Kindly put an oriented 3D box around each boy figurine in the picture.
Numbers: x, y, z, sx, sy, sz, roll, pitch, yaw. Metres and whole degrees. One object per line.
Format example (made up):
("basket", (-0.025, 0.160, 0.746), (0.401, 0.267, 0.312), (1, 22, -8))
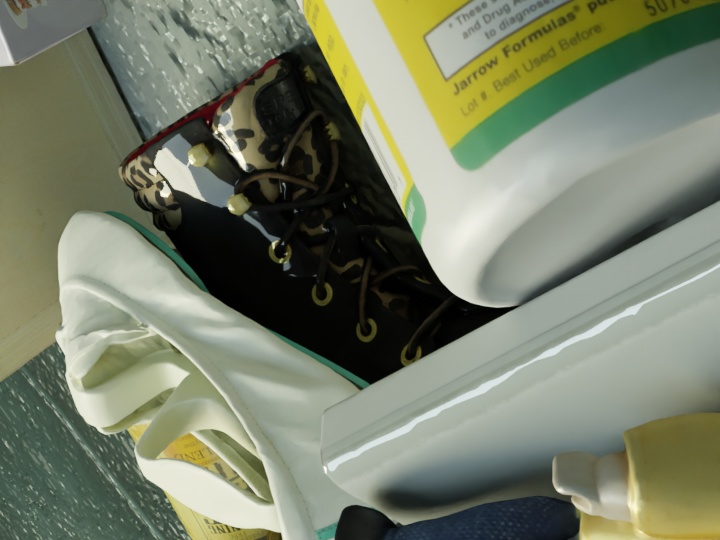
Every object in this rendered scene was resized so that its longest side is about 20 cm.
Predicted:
("boy figurine", (0.097, 0.084, 0.720), (0.199, 0.065, 0.125), (-9, 137, 18))

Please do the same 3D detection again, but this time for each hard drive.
("hard drive", (0.106, 0.034, 0.727), (0.200, 0.026, 0.132), (-30, 133, 34))

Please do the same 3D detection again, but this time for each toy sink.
("toy sink", (-0.193, -0.008, 1.056), (0.130, 0.200, 0.112), (3, 124, 53))

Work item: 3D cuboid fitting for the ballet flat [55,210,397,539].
("ballet flat", (-0.060, 0.038, 0.922), (0.200, 0.069, 0.070), (32, 145, 43))

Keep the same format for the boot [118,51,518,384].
("boot", (0.000, 0.000, 0.933), (0.151, 0.073, 0.200), (57, 155, -7))

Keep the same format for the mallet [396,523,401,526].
("mallet", (-0.022, 0.116, 0.995), (0.066, 0.041, 0.200), (20, 151, 4))

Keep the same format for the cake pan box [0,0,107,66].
("cake pan box", (-0.191, -0.171, 1.020), (0.184, 0.052, 0.201), (3, 118, 50))

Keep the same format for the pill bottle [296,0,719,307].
("pill bottle", (0.030, -0.102, 0.716), (0.201, 0.112, 0.113), (63, 153, 17))

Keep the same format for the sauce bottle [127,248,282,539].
("sauce bottle", (-0.041, 0.084, 1.075), (0.066, 0.066, 0.200), (13, 142, 47))
